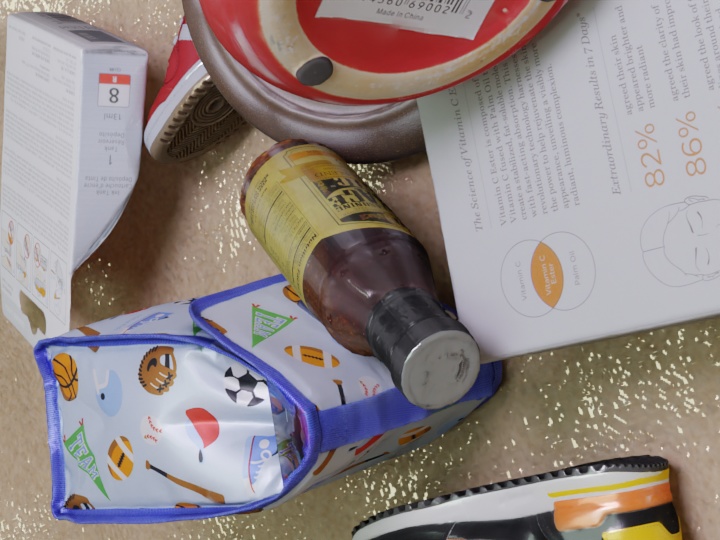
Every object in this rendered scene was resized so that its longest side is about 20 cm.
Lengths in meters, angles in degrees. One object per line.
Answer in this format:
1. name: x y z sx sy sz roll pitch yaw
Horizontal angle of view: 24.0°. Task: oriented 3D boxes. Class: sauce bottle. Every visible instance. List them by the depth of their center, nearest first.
1. sauce bottle: 0.000 0.000 0.826 0.200 0.065 0.067 49 125 52

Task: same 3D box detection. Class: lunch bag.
1. lunch bag: -0.046 0.064 0.898 0.198 0.169 0.126 -4 97 41

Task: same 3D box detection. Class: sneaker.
1. sneaker: 0.076 0.155 0.865 0.199 0.070 0.091 -20 78 37
2. sneaker: -0.083 -0.166 0.970 0.113 0.071 0.201 48 114 22

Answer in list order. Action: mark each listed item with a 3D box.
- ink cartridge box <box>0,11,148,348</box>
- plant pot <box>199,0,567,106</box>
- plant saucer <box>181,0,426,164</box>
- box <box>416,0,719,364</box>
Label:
1. ink cartridge box: -0.180 -0.050 1.046 0.162 0.050 0.203 30 121 60
2. plant pot: 0.003 -0.189 0.719 0.201 0.199 0.184 -48 47 32
3. plant saucer: -0.008 -0.154 0.885 0.198 0.032 0.203 3 103 15
4. box: 0.139 -0.052 0.772 0.198 0.106 0.154 -14 85 39
